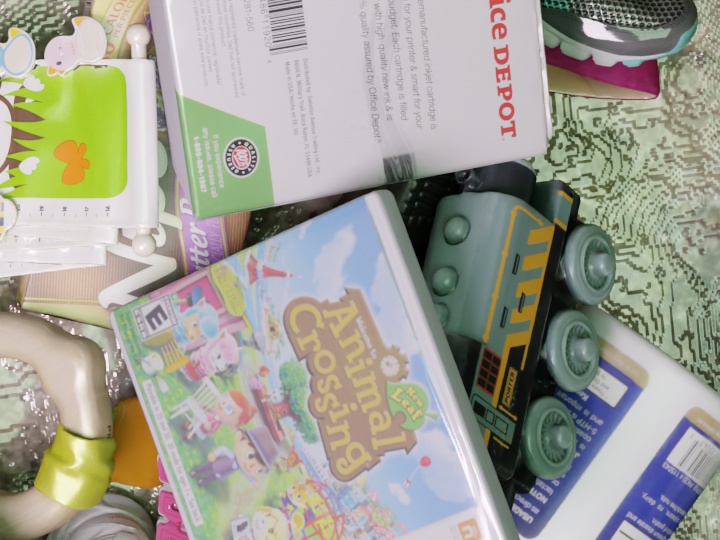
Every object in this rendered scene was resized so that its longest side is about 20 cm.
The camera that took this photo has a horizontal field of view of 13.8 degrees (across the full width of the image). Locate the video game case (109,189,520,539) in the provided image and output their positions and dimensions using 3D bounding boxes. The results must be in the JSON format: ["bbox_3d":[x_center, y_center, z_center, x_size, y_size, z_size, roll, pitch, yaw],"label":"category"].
[{"bbox_3d":[-0.027,0.083,1.570,0.181,0.022,0.201,-24,83,27],"label":"video game case"}]

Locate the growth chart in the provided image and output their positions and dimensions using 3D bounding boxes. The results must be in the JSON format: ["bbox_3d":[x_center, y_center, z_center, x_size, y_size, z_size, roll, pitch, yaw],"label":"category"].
[{"bbox_3d":[-0.199,-0.058,1.633,0.199,0.018,0.146,-11,87,16],"label":"growth chart"}]

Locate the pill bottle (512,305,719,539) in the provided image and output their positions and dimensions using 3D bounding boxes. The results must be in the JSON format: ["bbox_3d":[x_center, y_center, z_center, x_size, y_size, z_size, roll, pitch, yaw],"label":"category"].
[{"bbox_3d":[0.117,0.132,1.695,0.119,0.120,0.200,36,89,-11],"label":"pill bottle"}]

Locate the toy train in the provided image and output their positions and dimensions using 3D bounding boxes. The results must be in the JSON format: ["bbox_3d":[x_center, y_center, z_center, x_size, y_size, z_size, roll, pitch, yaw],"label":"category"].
[{"bbox_3d":[0.074,0.032,1.625,0.114,0.085,0.201,37,60,-44],"label":"toy train"}]

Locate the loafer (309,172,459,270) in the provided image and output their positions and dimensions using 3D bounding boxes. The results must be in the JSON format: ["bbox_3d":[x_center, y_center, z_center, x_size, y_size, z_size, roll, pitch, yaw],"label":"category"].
[{"bbox_3d":[0.000,0.000,1.695,0.073,0.071,0.201,21,104,-45],"label":"loafer"}]

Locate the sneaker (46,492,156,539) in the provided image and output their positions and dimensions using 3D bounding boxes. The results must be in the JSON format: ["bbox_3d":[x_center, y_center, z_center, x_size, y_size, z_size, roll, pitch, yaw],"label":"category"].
[{"bbox_3d":[-0.169,0.225,1.666,0.078,0.099,0.201,17,93,-11],"label":"sneaker"}]

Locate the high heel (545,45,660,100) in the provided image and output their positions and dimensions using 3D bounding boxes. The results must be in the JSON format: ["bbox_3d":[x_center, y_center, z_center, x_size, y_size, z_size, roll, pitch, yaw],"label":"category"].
[{"bbox_3d":[0.074,-0.106,1.685,0.199,0.067,0.097,-26,89,-9],"label":"high heel"}]

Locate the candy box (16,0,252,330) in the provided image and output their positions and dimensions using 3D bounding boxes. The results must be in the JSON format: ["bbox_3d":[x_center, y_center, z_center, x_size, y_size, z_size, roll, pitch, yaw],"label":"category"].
[{"bbox_3d":[-0.114,-0.064,1.666,0.116,0.056,0.201,14,93,-10],"label":"candy box"}]

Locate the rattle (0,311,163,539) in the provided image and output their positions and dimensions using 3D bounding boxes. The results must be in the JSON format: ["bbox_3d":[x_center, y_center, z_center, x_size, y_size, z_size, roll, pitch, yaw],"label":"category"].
[{"bbox_3d":[-0.209,0.080,1.682,0.199,0.143,0.131,-7,106,27],"label":"rattle"}]

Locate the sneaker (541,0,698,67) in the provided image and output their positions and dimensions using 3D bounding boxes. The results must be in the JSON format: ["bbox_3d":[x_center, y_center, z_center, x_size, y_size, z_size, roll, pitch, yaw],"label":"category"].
[{"bbox_3d":[0.102,-0.189,1.636,0.199,0.091,0.078,33,57,9],"label":"sneaker"}]

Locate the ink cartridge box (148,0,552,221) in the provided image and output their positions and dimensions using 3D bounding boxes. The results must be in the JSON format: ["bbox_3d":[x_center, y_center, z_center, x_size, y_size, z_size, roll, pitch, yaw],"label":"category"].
[{"bbox_3d":[-0.007,-0.123,1.588,0.199,0.084,0.147,-10,117,-8],"label":"ink cartridge box"}]

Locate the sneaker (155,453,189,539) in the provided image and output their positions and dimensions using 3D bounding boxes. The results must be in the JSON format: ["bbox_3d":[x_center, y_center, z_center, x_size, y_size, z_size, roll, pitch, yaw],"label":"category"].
[{"bbox_3d":[-0.065,0.103,1.661,0.073,0.087,0.201,15,108,30],"label":"sneaker"}]
